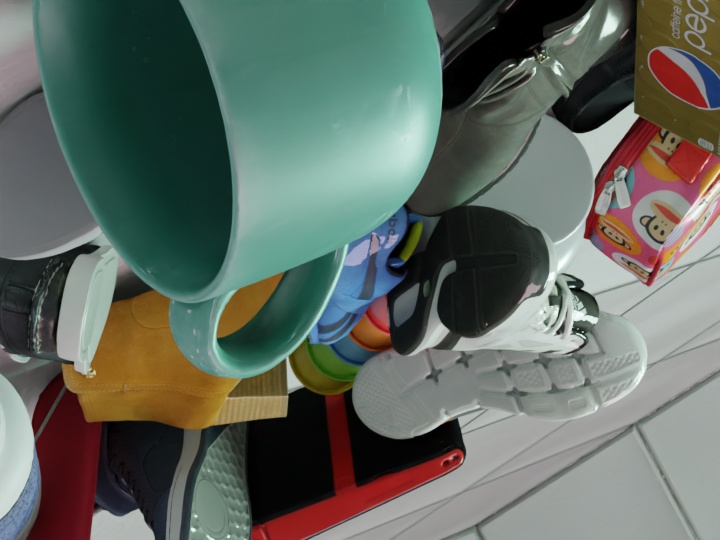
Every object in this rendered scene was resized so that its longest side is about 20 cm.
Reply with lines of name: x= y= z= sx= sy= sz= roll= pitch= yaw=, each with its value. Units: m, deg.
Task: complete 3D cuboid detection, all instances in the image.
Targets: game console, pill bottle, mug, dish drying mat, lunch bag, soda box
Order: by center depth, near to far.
mug: x=-0.043 y=-0.069 z=0.736 sx=0.114 sy=0.152 sz=0.185 roll=-22 pitch=155 yaw=-29
soda box: x=0.187 y=-0.141 z=0.992 sx=0.064 sy=0.067 sz=0.200 roll=-54 pitch=159 yaw=-19
pill bottle: x=-0.246 y=0.112 z=1.119 sx=0.110 sy=0.112 sz=0.200 roll=-24 pitch=167 yaw=-14
dish drying mat: x=-0.196 y=0.144 z=1.223 sx=0.018 sy=0.201 sz=0.077 roll=34 pitch=128 yaw=-31
lunch bag: x=0.229 y=-0.092 z=1.247 sx=0.200 sy=0.082 sz=0.176 roll=-50 pitch=171 yaw=-9
pill bottle: x=0.085 y=-0.024 z=1.261 sx=0.113 sy=0.114 sz=0.200 roll=-24 pitch=167 yaw=-15
game console: x=-0.015 y=0.124 z=1.336 sx=0.176 sy=0.031 sz=0.200 roll=-21 pitch=-160 yaw=4

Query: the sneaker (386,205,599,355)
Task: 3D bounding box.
sneaker: x=0.098 y=0.006 z=1.112 sx=0.114 sy=0.076 sz=0.200 roll=0 pitch=170 yaw=-18

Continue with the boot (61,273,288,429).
boot: x=-0.113 y=0.027 z=1.157 sx=0.143 sy=0.071 sz=0.202 roll=0 pitch=134 yaw=-6

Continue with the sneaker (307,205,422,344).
sneaker: x=0.000 y=0.000 z=1.146 sx=0.078 sy=0.067 sz=0.200 roll=-6 pitch=164 yaw=0

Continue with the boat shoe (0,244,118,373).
boat shoe: x=-0.168 y=0.014 z=1.025 sx=0.060 sy=0.076 sz=0.200 roll=12 pitch=172 yaw=-4

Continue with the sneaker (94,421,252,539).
sneaker: x=-0.149 y=0.153 z=1.260 sx=0.145 sy=0.203 sz=0.077 roll=-22 pitch=127 yaw=18

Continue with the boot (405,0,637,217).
boot: x=0.064 y=-0.100 z=1.019 sx=0.200 sy=0.068 sz=0.130 roll=-45 pitch=168 yaw=27

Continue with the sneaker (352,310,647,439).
sneaker: x=0.094 y=0.058 z=1.254 sx=0.198 sy=0.078 sz=0.082 roll=-9 pitch=-174 yaw=20

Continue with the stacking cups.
stacking cups: x=0.002 y=0.032 z=1.291 sx=0.060 sy=0.061 sz=0.200 roll=-22 pitch=170 yaw=-22

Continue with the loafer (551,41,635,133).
loafer: x=0.185 y=-0.133 z=1.147 sx=0.068 sy=0.071 sz=0.200 roll=-16 pitch=163 yaw=-38

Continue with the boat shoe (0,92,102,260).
boat shoe: x=-0.089 y=-0.070 z=0.852 sx=0.200 sy=0.072 sz=0.066 roll=-40 pitch=160 yaw=13

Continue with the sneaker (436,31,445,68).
sneaker: x=-0.034 y=-0.064 z=0.966 sx=0.199 sy=0.077 sz=0.085 roll=-33 pitch=170 yaw=22
